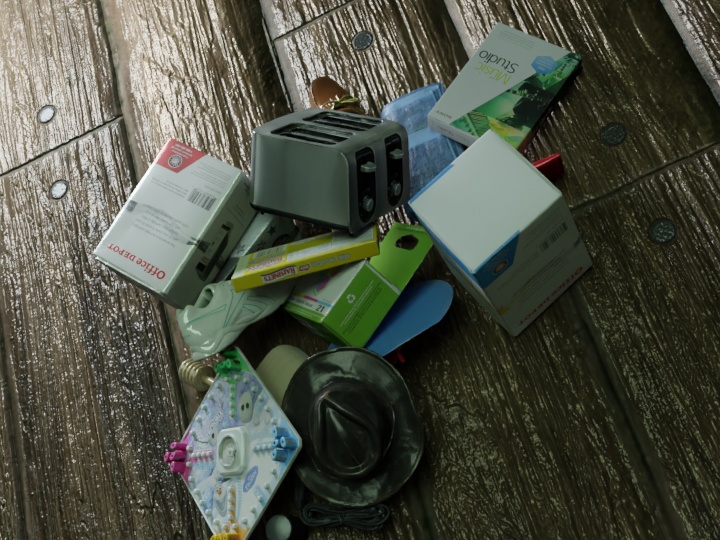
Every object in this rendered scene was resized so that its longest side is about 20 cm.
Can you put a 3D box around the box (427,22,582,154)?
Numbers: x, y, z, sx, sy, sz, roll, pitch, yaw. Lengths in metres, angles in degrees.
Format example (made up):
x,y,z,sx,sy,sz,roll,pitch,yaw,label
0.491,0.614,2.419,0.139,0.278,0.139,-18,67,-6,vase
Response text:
x,y,z,sx,sy,sz,roll,pitch,yaw,label
0.206,-0.254,1.588,0.143,0.036,0.201,27,68,23,box

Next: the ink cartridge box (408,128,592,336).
x,y,z,sx,sy,sz,roll,pitch,yaw,label
0.182,-0.044,1.427,0.147,0.200,0.145,-41,56,-2,ink cartridge box

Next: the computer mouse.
x,y,z,sx,sy,sz,roll,pitch,yaw,label
-0.019,0.244,1.462,0.139,0.046,0.203,-9,66,23,computer mouse

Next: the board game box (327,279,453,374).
x,y,z,sx,sy,sz,roll,pitch,yaw,label
0.045,0.088,1.488,0.198,0.039,0.158,-32,19,3,board game box

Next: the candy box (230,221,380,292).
x,y,z,sx,sy,sz,roll,pitch,yaw,label
-0.070,-0.020,1.485,0.197,0.027,0.102,-14,19,6,candy box

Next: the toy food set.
x,y,z,sx,sy,sz,roll,pitch,yaw,label
-0.113,0.209,1.496,0.201,0.060,0.143,-54,41,-3,toy food set

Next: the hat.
x,y,z,sx,sy,sz,roll,pitch,yaw,label
-0.021,0.197,1.372,0.197,0.081,0.204,0,89,14,hat

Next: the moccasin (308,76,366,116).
x,y,z,sx,sy,sz,roll,pitch,yaw,label
-0.022,-0.218,1.658,0.073,0.078,0.203,-18,58,-9,moccasin

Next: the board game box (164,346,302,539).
x,y,z,sx,sy,sz,roll,pitch,yaw,label
-0.173,0.236,1.454,0.200,0.026,0.201,48,116,42,board game box

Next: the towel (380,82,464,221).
x,y,z,sx,sy,sz,roll,pitch,yaw,label
0.094,-0.173,1.615,0.110,0.049,0.202,-21,60,12,towel

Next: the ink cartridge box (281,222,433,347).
x,y,z,sx,sy,sz,roll,pitch,yaw,label
0.000,0.000,1.513,0.201,0.076,0.147,-55,24,-10,ink cartridge box

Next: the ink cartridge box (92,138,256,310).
x,y,z,sx,sy,sz,roll,pitch,yaw,label
-0.250,-0.060,1.540,0.146,0.083,0.201,25,76,28,ink cartridge box

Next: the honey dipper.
x,y,z,sx,sy,sz,roll,pitch,yaw,label
-0.186,0.164,1.527,0.199,0.038,0.038,19,72,50,honey dipper

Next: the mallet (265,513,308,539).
x,y,z,sx,sy,sz,roll,pitch,yaw,label
-0.068,0.397,1.390,0.041,0.066,0.202,-28,59,9,mallet

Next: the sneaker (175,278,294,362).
x,y,z,sx,sy,sz,roll,pitch,yaw,label
-0.167,0.041,1.516,0.200,0.081,0.070,-37,9,-40,sneaker

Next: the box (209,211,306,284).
x,y,z,sx,sy,sz,roll,pitch,yaw,label
-0.194,-0.018,1.614,0.132,0.115,0.201,33,81,31,box

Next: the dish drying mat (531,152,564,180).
x,y,z,sx,sy,sz,roll,pitch,yaw,label
0.186,-0.107,1.531,0.198,0.077,0.018,-23,74,10,dish drying mat

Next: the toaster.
x,y,z,sx,sy,sz,roll,pitch,yaw,label
-0.047,-0.140,1.525,0.198,0.180,0.120,14,114,27,toaster
